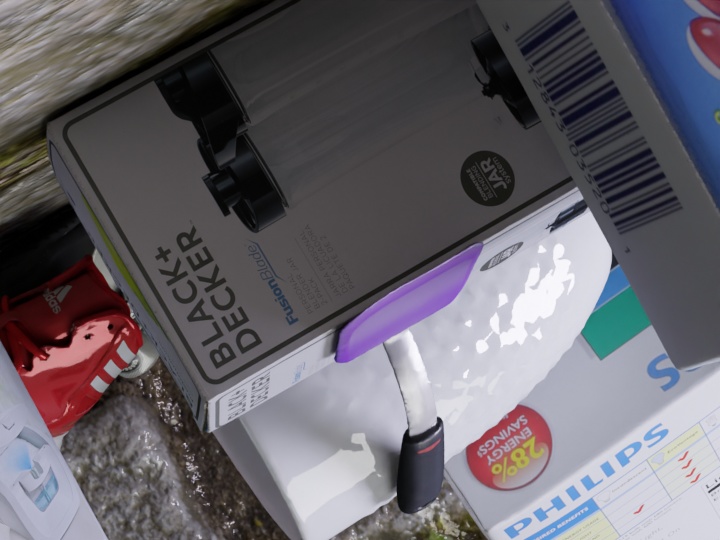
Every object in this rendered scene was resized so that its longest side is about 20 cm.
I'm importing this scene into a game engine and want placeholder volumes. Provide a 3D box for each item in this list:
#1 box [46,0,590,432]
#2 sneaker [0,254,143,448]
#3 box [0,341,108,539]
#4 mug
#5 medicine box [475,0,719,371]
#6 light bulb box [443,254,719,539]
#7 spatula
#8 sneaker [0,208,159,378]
[{"bbox_3d":[0.001,-0.043,0.800,0.199,0.117,0.060,-29,171,-10],"label":"box"},{"bbox_3d":[-0.177,0.030,1.012,0.116,0.078,0.200,-45,159,21],"label":"sneaker"},{"bbox_3d":[-0.215,0.112,0.852,0.199,0.177,0.097,-30,179,14],"label":"box"},{"bbox_3d":[0.000,0.000,0.963,0.175,0.148,0.200,-32,-149,-10],"label":"mug"},{"bbox_3d":[0.157,-0.096,0.741,0.199,0.183,0.103,-29,180,-16],"label":"medicine box"},{"bbox_3d":[0.134,0.056,1.094,0.198,0.125,0.200,-35,150,2],"label":"light bulb box"},{"bbox_3d":[0.019,0.048,0.827,0.056,0.021,0.200,-29,151,-14],"label":"spatula"},{"bbox_3d":[-0.133,0.013,1.146,0.074,0.089,0.200,-28,178,14],"label":"sneaker"}]
